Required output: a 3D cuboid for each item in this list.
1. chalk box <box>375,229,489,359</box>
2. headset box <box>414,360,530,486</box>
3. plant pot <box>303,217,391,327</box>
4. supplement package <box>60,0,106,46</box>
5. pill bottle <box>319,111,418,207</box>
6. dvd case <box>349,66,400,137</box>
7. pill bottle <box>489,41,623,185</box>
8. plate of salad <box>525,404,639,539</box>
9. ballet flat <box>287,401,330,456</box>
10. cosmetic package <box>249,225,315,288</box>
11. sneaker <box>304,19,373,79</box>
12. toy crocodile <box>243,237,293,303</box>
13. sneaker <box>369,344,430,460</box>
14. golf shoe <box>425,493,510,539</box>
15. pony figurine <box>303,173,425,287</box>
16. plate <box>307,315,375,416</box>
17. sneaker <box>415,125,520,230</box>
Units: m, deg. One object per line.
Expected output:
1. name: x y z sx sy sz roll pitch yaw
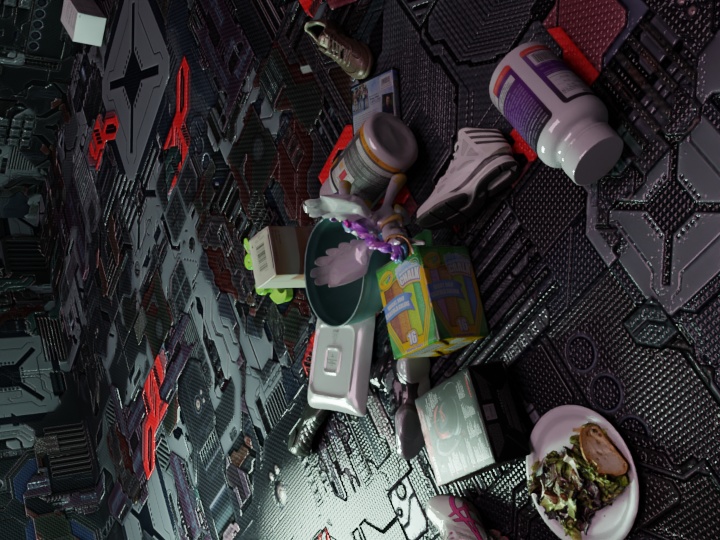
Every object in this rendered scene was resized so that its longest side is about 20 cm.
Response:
1. chalk box: 0.114 0.032 1.285 0.124 0.121 0.205 -32 65 49
2. headset box: 0.170 0.253 1.238 0.200 0.073 0.152 -46 54 54
3. plant pot: 0.000 0.000 1.434 0.198 0.131 0.207 2 93 54
4. supplement package: -1.042 -0.942 2.877 0.201 0.111 0.111 51 128 41
5. pill bottle: 0.010 -0.183 1.403 0.200 0.114 0.119 -44 57 44
6. dvd case: 0.030 -0.273 1.483 0.141 0.017 0.207 -8 85 55
7. pill bottle: 0.274 -0.217 1.068 0.113 0.109 0.202 -59 46 36
8. plate of salad: 0.305 0.296 1.090 0.198 0.047 0.207 3 94 54
9. ballet flat: -0.098 0.325 1.663 0.202 0.056 0.067 -59 24 28
10. cosmetic package: -0.115 -0.026 1.539 0.087 0.196 0.106 -29 70 48
11. sneaker: -0.048 -0.444 1.539 0.201 0.074 0.072 50 128 42
12. toy crocodile: -0.219 -0.003 1.796 0.062 0.066 0.203 -51 53 34
13. sneaker: 0.071 0.234 1.395 0.113 0.074 0.207 -2 83 54
14. golf shoe: 0.164 0.432 1.253 0.198 0.090 0.075 26 113 52
15. pony figurine: 0.005 -0.078 1.261 0.202 0.187 0.170 -95 0 -55
16. plate: -0.048 0.184 1.562 0.197 0.032 0.206 -3 77 54
17. sneaker: 0.164 -0.157 1.254 0.199 0.075 0.118 -34 53 30
